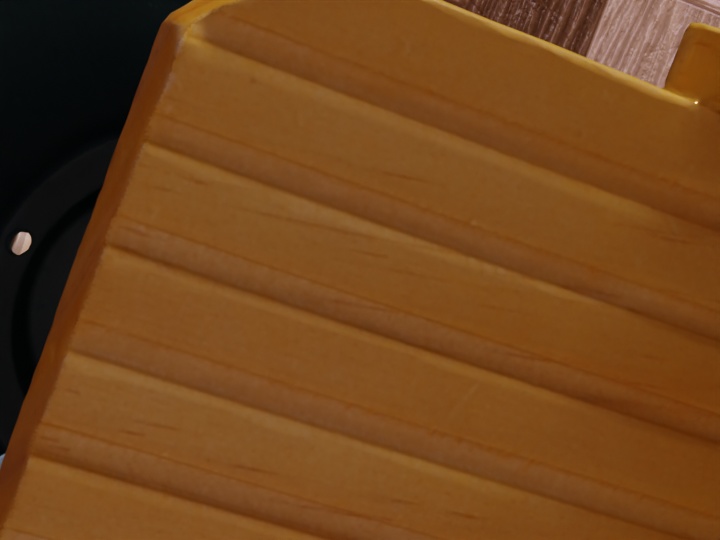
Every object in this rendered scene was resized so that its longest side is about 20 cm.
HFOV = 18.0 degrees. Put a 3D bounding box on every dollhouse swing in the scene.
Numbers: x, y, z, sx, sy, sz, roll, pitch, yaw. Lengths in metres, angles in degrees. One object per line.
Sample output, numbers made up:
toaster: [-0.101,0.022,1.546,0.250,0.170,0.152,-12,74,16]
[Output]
dollhouse swing: [0.052,0.054,0.428,0.175,0.201,0.181,17,7,-37]

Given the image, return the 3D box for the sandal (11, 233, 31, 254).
sandal: [-0.159,-0.024,1.023,0.069,0.078,0.212,34,10,-31]

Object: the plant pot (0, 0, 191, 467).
plant pot: [-0.090,-0.012,0.636,0.199,0.201,0.188,24,-8,24]
